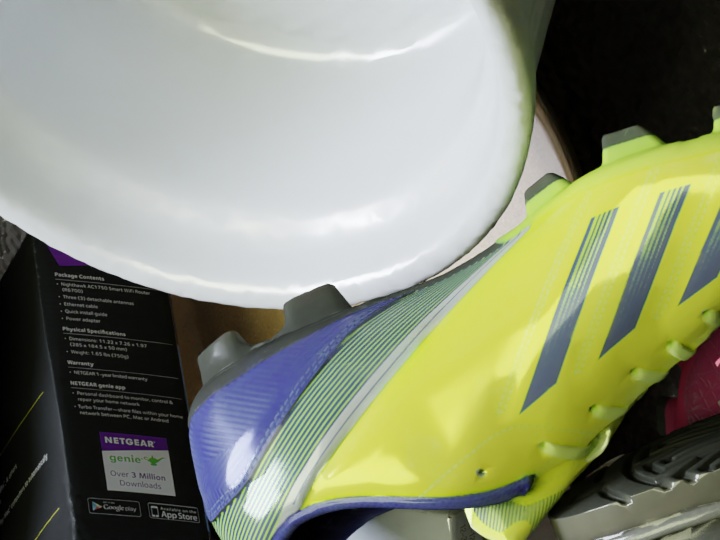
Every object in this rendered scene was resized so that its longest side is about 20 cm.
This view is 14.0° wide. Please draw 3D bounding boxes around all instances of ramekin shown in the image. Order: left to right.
[{"bbox_3d":[-0.038,-0.092,0.785,0.200,0.098,0.201,14,142,11],"label":"ramekin"}]

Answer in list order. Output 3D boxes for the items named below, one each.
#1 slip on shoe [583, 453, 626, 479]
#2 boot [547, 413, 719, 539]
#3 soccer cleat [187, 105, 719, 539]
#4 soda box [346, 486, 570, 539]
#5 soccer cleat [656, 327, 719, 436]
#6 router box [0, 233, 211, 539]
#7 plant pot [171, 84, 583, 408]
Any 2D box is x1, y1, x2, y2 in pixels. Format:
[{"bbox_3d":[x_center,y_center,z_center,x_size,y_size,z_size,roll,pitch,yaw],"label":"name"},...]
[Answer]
[{"bbox_3d":[0.116,0.146,0.832,0.200,0.074,0.061,55,139,21],"label":"slip on shoe"},{"bbox_3d":[0.157,0.125,0.747,0.181,0.073,0.201,-14,98,4],"label":"boot"},{"bbox_3d":[0.048,0.025,0.748,0.200,0.065,0.084,-27,67,17],"label":"soccer cleat"},{"bbox_3d":[0.023,0.148,0.842,0.068,0.064,0.201,7,110,35],"label":"soda box"},{"bbox_3d":[0.137,-0.003,0.781,0.086,0.070,0.201,21,113,29],"label":"soccer cleat"},{"bbox_3d":[-0.112,0.105,0.960,0.200,0.051,0.150,-55,36,43],"label":"router box"},{"bbox_3d":[0.000,0.000,0.922,0.199,0.027,0.201,9,105,37],"label":"plant pot"}]
